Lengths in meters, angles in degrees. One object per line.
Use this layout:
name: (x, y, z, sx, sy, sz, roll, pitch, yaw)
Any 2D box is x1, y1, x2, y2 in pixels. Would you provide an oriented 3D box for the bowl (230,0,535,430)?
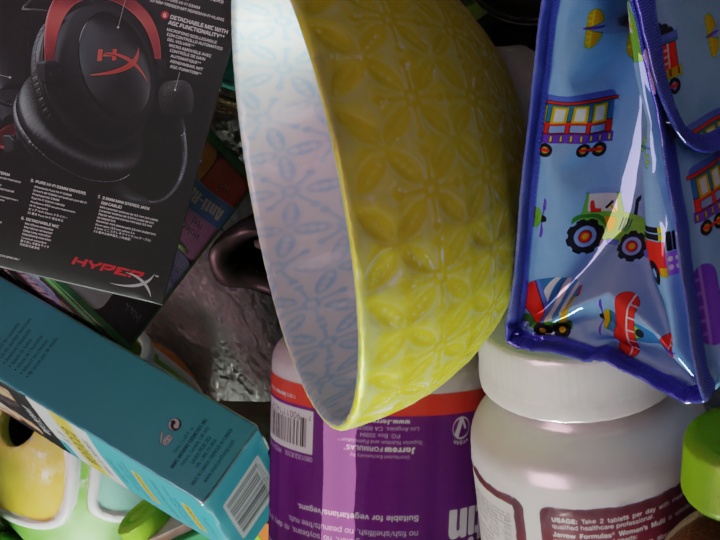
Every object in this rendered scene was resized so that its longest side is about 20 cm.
bowl: (0.021, -0.043, 0.714, 0.200, 0.107, 0.201, 170, 90, -77)

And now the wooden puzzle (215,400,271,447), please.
wooden puzzle: (-0.026, 0.145, 1.008, 0.200, 0.046, 0.186, 2, 121, 19)

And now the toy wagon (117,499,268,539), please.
toy wagon: (-0.072, 0.191, 1.000, 0.200, 0.040, 0.155, -28, 108, 31)

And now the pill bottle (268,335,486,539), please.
pill bottle: (0.010, 0.128, 0.877, 0.112, 0.112, 0.200, 9, 101, 44)

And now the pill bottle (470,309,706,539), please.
pill bottle: (0.108, 0.107, 0.822, 0.109, 0.109, 0.200, 17, 124, 41)

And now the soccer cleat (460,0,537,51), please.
soccer cleat: (0.042, -0.087, 0.808, 0.200, 0.068, 0.081, -28, 114, 39)

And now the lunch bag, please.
lunch bag: (0.126, -0.079, 0.653, 0.094, 0.150, 0.200, 17, 125, 40)

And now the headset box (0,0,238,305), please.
headset box: (-0.136, -0.102, 0.794, 0.075, 0.148, 0.200, -130, 55, -73)

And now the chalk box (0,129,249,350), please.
chalk box: (-0.153, -0.046, 0.949, 0.200, 0.124, 0.125, 8, 146, 53)

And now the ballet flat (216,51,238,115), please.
ballet flat: (-0.084, -0.121, 0.940, 0.200, 0.071, 0.065, 32, 161, 34)

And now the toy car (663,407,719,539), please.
toy car: (0.185, 0.174, 0.683, 0.157, 0.200, 0.165, 5, 116, 11)

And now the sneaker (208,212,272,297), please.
sneaker: (0.000, 0.000, 0.895, 0.200, 0.082, 0.077, 1, 114, 47)

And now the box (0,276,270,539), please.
box: (-0.136, 0.070, 0.925, 0.200, 0.049, 0.082, 27, 160, 23)

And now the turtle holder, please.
turtle holder: (-0.178, 0.106, 1.073, 0.141, 0.185, 0.132, -121, 24, -50)

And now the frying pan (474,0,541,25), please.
frying pan: (0.052, -0.160, 0.737, 0.190, 0.031, 0.115, 11, 82, 43)
